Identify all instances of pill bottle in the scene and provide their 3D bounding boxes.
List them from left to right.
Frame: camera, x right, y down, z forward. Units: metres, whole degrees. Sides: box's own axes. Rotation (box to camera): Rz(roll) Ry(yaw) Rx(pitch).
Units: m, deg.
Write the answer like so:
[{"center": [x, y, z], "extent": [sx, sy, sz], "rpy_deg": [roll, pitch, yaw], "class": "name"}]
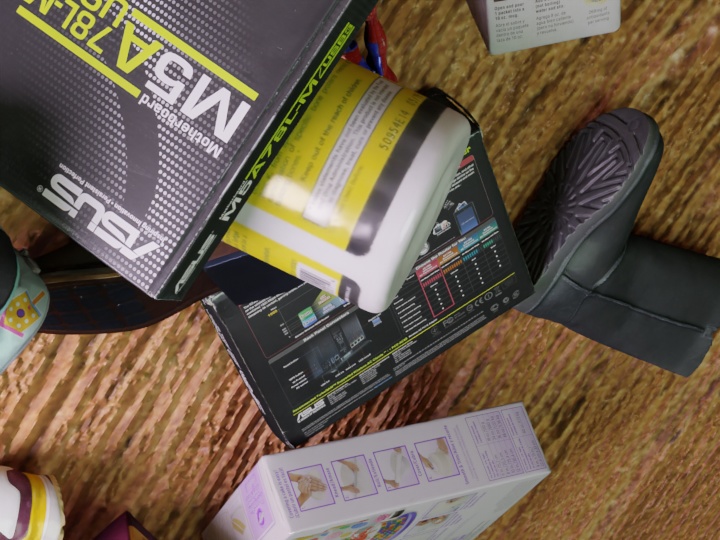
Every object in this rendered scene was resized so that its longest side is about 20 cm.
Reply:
[{"center": [-0.053, -0.069, 0.886], "extent": [0.115, 0.199, 0.114], "rpy_deg": [-63, 175, -11], "class": "pill bottle"}]

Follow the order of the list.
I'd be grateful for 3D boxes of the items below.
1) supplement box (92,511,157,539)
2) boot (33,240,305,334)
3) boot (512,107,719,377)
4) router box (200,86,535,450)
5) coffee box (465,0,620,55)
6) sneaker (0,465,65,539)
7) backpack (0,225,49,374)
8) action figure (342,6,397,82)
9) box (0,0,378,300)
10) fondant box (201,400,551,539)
[{"center": [-0.113, 0.271, 1.088], "extent": [0.103, 0.131, 0.200], "rpy_deg": [-44, 104, -1], "class": "supplement box"}, {"center": [-0.126, -0.025, 0.979], "extent": [0.199, 0.097, 0.075], "rpy_deg": [-9, 152, 7], "class": "boot"}, {"center": [0.205, -0.015, 1.187], "extent": [0.199, 0.066, 0.165], "rpy_deg": [21, 117, -37], "class": "boot"}, {"center": [0.000, 0.000, 1.070], "extent": [0.200, 0.062, 0.150], "rpy_deg": [-32, 134, -9], "class": "router box"}, {"center": [0.088, -0.235, 0.914], "extent": [0.079, 0.115, 0.201], "rpy_deg": [-11, 129, -4], "class": "coffee box"}, {"center": [-0.257, 0.206, 1.054], "extent": [0.090, 0.075, 0.201], "rpy_deg": [14, 107, -29], "class": "sneaker"}, {"center": [-0.260, 0.004, 0.816], "extent": [0.176, 0.200, 0.153], "rpy_deg": [-50, 139, 2], "class": "backpack"}, {"center": [-0.022, -0.135, 0.955], "extent": [0.065, 0.052, 0.200], "rpy_deg": [-37, 128, -11], "class": "action figure"}, {"center": [-0.117, -0.119, 0.817], "extent": [0.194, 0.200, 0.048], "rpy_deg": [-55, 168, 4], "class": "box"}, {"center": [0.009, 0.158, 1.149], "extent": [0.199, 0.058, 0.144], "rpy_deg": [-10, 156, -28], "class": "fondant box"}]
